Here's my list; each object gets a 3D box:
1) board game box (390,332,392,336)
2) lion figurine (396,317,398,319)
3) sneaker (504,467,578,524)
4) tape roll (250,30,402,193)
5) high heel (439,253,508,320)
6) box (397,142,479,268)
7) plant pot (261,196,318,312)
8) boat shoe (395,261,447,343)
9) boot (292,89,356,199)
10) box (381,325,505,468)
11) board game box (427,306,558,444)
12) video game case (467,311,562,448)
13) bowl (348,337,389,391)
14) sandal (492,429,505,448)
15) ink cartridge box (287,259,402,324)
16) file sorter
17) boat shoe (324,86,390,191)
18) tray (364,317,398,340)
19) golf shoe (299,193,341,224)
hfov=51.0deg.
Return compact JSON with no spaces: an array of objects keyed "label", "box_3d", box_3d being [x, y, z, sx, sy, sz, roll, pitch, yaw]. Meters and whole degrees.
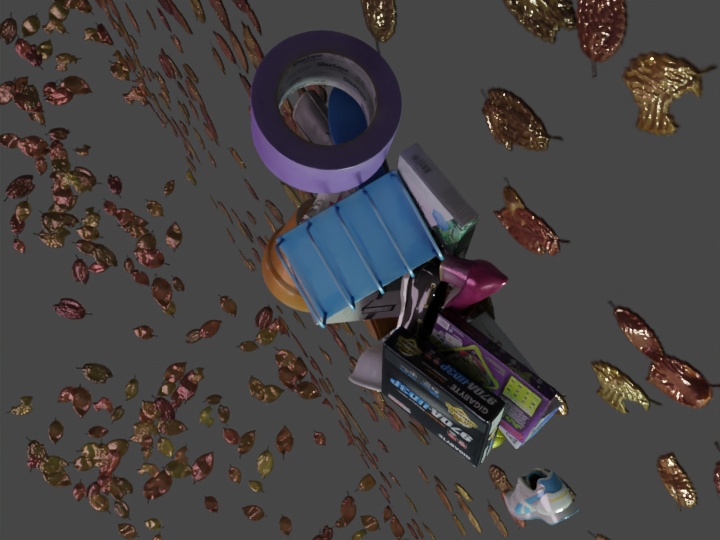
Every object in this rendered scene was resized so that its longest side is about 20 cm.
[{"label":"board game box","box_3d":[0.112,0.178,1.613,0.200,0.026,0.201,48,162,33]},{"label":"lion figurine","box_3d":[0.108,0.084,1.328,0.200,0.072,0.123,-135,37,-54]},{"label":"sneaker","box_3d":[0.311,0.393,1.338,0.081,0.076,0.200,65,160,7]},{"label":"tape roll","box_3d":[-0.049,-0.212,1.016,0.201,0.199,0.085,55,165,9]},{"label":"high heel","box_3d":[0.174,0.040,1.114,0.095,0.068,0.200,20,154,21]},{"label":"box","box_3d":[0.104,-0.076,1.116,0.145,0.036,0.200,53,165,20]},{"label":"plant pot","box_3d":[-0.088,-0.046,1.533,0.201,0.200,0.184,53,148,18]},{"label":"boat shoe","box_3d":[0.098,0.077,1.175,0.060,0.072,0.202,27,134,32]},{"label":"boot","box_3d":[-0.048,-0.187,1.311,0.200,0.072,0.182,46,148,17]},{"label":"box","box_3d":[0.120,0.193,1.151,0.200,0.046,0.159,36,151,23]},{"label":"board game box","box_3d":[0.183,0.154,1.109,0.200,0.032,0.120,39,137,21]},{"label":"video game case","box_3d":[0.227,0.180,1.214,0.182,0.045,0.200,51,163,20]},{"label":"bowl","box_3d":[0.081,0.180,1.430,0.201,0.200,0.091,-172,92,-71]},{"label":"sandal","box_3d":[0.190,0.229,1.379,0.201,0.079,0.087,63,175,-10]},{"label":"ink cartridge box","box_3d":[0.000,0.000,1.227,0.084,0.199,0.147,-57,49,41]},{"label":"file sorter","box_3d":[-0.001,-0.029,1.043,0.139,0.199,0.123,60,-178,-8]},{"label":"boat shoe","box_3d":[-0.005,-0.181,1.136,0.069,0.084,0.201,-75,-28,-82]},{"label":"tray","box_3d":[0.034,0.026,1.417,0.037,0.098,0.201,31,150,51]},{"label":"golf shoe","box_3d":[-0.066,-0.092,1.380,0.072,0.092,0.201,-5,76,44]}]
